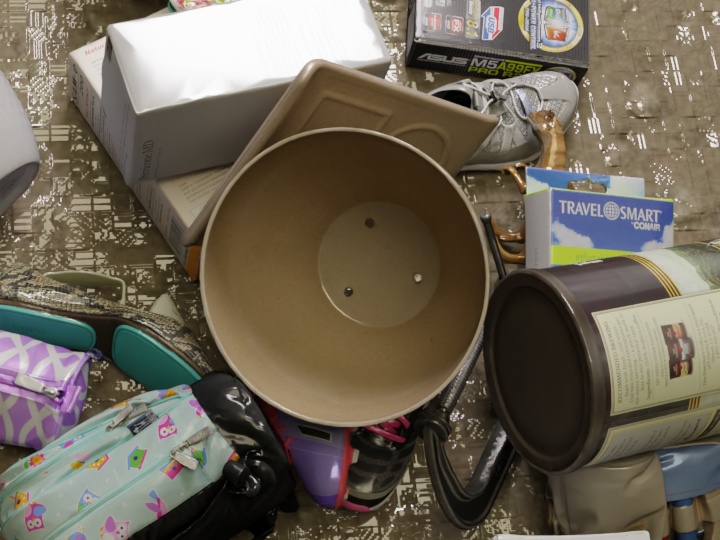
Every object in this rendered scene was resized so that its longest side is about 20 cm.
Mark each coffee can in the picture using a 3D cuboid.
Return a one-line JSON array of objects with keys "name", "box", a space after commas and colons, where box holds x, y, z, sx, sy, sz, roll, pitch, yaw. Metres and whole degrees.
[{"name": "coffee can", "box": [0.211, 0.058, 1.065, 0.199, 0.146, 0.147, -9, 68, -25]}]

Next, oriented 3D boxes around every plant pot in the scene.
[{"name": "plant pot", "box": [0.000, 0.000, 1.039, 0.199, 0.134, 0.201, 1, 95, 11]}]

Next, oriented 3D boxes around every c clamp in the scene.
[{"name": "c clamp", "box": [0.086, 0.086, 1.108, 0.027, 0.171, 0.200, 0, 48, 32]}]

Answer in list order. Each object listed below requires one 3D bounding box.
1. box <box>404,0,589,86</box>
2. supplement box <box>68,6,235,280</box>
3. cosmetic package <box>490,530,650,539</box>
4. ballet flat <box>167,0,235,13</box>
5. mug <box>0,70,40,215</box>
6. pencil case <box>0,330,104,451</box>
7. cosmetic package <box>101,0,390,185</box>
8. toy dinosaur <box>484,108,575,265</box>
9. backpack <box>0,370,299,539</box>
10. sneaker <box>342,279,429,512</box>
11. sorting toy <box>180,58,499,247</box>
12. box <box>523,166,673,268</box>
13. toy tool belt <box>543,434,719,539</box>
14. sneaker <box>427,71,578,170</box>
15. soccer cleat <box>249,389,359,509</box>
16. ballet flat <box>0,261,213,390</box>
[{"name": "box", "box": [0.126, -0.269, 1.322, 0.159, 0.044, 0.201, 8, 66, -7]}, {"name": "supplement box", "box": [-0.134, -0.110, 1.188, 0.126, 0.074, 0.200, -29, 75, -21]}, {"name": "cosmetic package", "box": [0.122, 0.243, 1.014, 0.112, 0.200, 0.082, 1, 68, -13]}, {"name": "ballet flat", "box": [-0.069, -0.208, 1.196, 0.200, 0.064, 0.076, 15, 37, -47]}, {"name": "mug", "box": [-0.354, -0.098, 1.117, 0.200, 0.148, 0.175, -45, 87, 7]}, {"name": "pencil case", "box": [-0.296, 0.076, 1.071, 0.199, 0.086, 0.084, 14, 85, -2]}, {"name": "cosmetic package", "box": [-0.090, -0.142, 1.100, 0.199, 0.113, 0.081, -17, 70, -17]}, {"name": "toy dinosaur", "box": [0.162, -0.033, 1.209, 0.106, 0.060, 0.201, -17, 93, 9]}, {"name": "backpack", "box": [-0.153, 0.159, 1.035, 0.199, 0.167, 0.127, -30, 67, -7]}, {"name": "sneaker", "box": [0.027, 0.087, 1.125, 0.073, 0.088, 0.200, 25, 65, 1]}, {"name": "sorting toy", "box": [-0.016, -0.073, 1.103, 0.199, 0.185, 0.037, 9, 42, -41]}, {"name": "box", "box": [0.191, 0.017, 1.168, 0.121, 0.048, 0.201, 4, 82, -24]}, {"name": "toy tool belt", "box": [0.239, 0.181, 1.124, 0.199, 0.125, 0.124, -5, 105, -9]}, {"name": "sneaker", "box": [0.103, -0.126, 1.234, 0.199, 0.082, 0.075, -22, 72, -18]}, {"name": "soccer cleat", "box": [-0.050, 0.100, 1.085, 0.076, 0.067, 0.200, 4, 37, -14]}, {"name": "ballet flat", "box": [-0.189, 0.039, 1.123, 0.199, 0.068, 0.075, 20, 49, 1]}]
